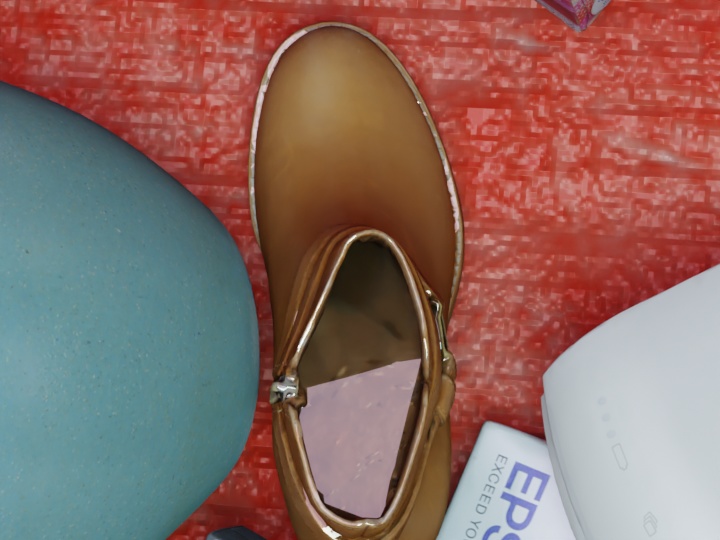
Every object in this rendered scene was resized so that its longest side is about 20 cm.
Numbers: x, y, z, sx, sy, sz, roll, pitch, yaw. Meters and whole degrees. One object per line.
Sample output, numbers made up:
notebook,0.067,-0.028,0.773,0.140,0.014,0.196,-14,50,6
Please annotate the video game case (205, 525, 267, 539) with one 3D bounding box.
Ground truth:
video game case,-0.005,0.210,0.895,0.180,0.025,0.201,27,106,27

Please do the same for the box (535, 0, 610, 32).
box,0.029,-0.188,0.978,0.200,0.095,0.100,41,88,15

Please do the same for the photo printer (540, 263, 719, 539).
photo printer,0.166,0.060,0.892,0.200,0.069,0.167,-25,66,-9

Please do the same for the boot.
boot,0.000,0.000,0.916,0.073,0.155,0.201,-9,80,1

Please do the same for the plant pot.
plant pot,-0.113,0.028,0.934,0.134,0.200,0.201,-2,77,-28

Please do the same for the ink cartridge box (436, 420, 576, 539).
ink cartridge box,0.095,0.176,0.928,0.200,0.043,0.197,21,84,15
